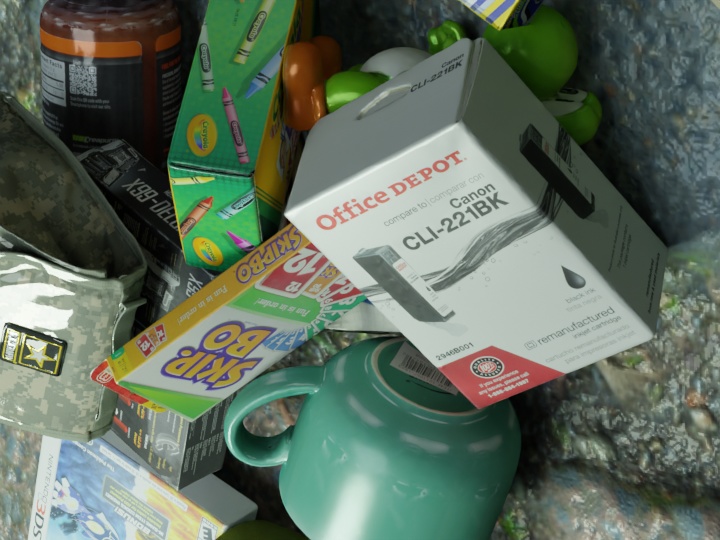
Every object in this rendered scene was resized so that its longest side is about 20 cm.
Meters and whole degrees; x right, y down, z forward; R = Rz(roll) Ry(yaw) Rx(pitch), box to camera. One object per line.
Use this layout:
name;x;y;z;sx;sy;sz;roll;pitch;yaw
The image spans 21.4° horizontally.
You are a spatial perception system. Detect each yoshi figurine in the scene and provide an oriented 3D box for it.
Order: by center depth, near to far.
yoshi figurine;0.055;-0.129;1.203;0.198;0.113;0.112;6;151;11

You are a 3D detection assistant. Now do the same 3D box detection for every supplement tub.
supplement tub;-0.184;-0.141;1.417;0.106;0.107;0.202;19;117;35

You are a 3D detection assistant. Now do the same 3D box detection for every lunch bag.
lunch bag;-0.234;0.008;1.315;0.200;0.117;0.165;41;136;24

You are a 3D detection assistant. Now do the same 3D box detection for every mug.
mug;0.019;0.116;1.279;0.152;0.184;0.115;52;132;43

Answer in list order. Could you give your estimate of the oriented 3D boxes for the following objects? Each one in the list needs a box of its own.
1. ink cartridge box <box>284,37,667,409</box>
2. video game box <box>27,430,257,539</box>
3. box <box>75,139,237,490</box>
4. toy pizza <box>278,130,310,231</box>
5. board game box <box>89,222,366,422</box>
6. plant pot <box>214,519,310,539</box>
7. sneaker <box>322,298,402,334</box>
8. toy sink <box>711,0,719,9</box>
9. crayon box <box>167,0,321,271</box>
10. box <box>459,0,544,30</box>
ink cartridge box;0.073;-0.025;1.170;0.144;0.084;0.200;-25;121;35
video game box;-0.183;0.218;1.539;0.199;0.047;0.184;30;126;27
box;-0.151;0.032;1.362;0.157;0.050;0.201;37;132;30
toy pizza;-0.089;-0.037;1.366;0.200;0.031;0.202;-13;75;58
board game box;-0.076;0.034;1.250;0.199;0.095;0.030;-33;58;14
plant pot;-0.037;0.281;1.411;0.200;0.186;0.189;39;128;37
sneaker;0.000;0.000;1.339;0.199;0.078;0.090;0;86;45
toy sink;0.223;-0.212;1.013;0.200;0.130;0.112;51;132;14
crayon box;-0.073;-0.114;1.246;0.058;0.201;0.119;8;150;6
box;0.117;-0.241;1.097;0.070;0.064;0.201;38;111;11
